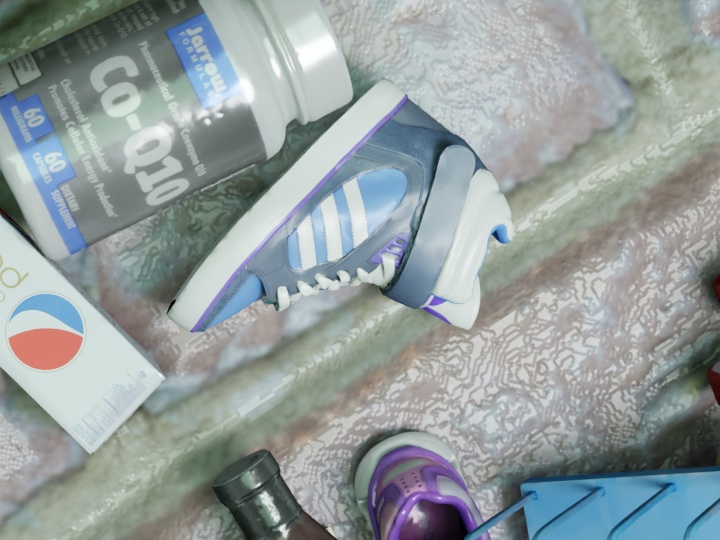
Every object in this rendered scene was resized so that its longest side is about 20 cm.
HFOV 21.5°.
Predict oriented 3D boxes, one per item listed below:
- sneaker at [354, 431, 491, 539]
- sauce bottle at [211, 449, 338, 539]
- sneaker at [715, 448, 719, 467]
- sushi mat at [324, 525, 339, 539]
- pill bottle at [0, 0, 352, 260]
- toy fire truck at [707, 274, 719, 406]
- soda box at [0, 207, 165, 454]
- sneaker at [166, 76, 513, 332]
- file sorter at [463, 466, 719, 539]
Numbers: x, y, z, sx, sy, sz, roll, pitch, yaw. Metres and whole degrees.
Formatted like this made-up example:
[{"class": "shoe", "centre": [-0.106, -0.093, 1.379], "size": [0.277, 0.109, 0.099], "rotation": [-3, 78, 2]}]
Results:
[{"class": "sneaker", "centre": [0.059, 0.198, 1.144], "size": [0.080, 0.088, 0.201], "rotation": [-26, 98, -6]}, {"class": "sauce bottle", "centre": [-0.021, 0.201, 1.130], "size": [0.066, 0.066, 0.201], "rotation": [-30, 99, -6]}, {"class": "sneaker", "centre": [0.313, 0.145, 1.149], "size": [0.199, 0.090, 0.068], "rotation": [20, 79, -32]}, {"class": "sushi mat", "centre": [-0.011, 0.265, 1.176], "size": [0.095, 0.012, 0.201], "rotation": [-30, 98, -7]}, {"class": "pill bottle", "centre": [-0.112, -0.098, 1.082], "size": [0.199, 0.114, 0.114], "rotation": [-27, 98, -6]}, {"class": "toy fire truck", "centre": [0.313, 0.033, 1.134], "size": [0.199, 0.168, 0.113], "rotation": [-26, 97, -7]}, {"class": "soda box", "centre": [-0.206, 0.012, 1.097], "size": [0.064, 0.068, 0.200], "rotation": [-44, 100, -4]}, {"class": "sneaker", "centre": [0.000, 0.000, 1.124], "size": [0.146, 0.081, 0.200], "rotation": [45, 81, -5]}, {"class": "file sorter", "centre": [0.170, 0.195, 1.074], "size": [0.199, 0.122, 0.140], "rotation": [-8, 96, 32]}]
